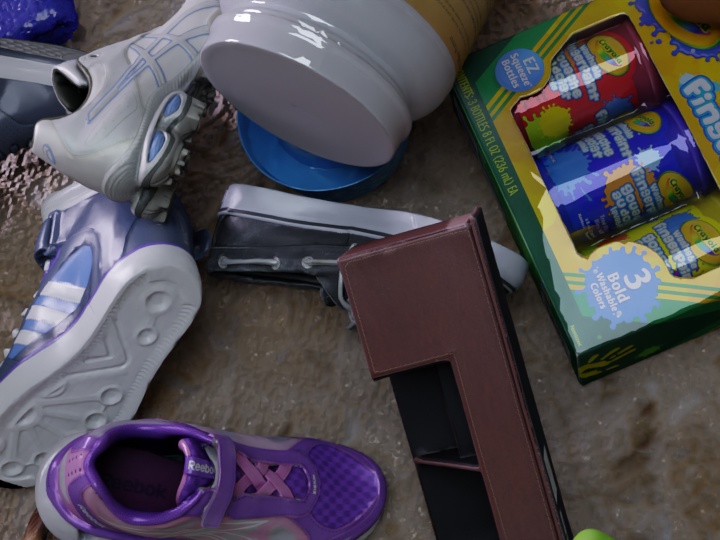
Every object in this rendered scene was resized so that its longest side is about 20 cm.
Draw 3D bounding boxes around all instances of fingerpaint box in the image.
[{"bbox_3d":[0.164,-0.060,0.868,0.167,0.073,0.200,-22,70,2],"label":"fingerpaint box"}]

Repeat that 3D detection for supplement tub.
[{"bbox_3d":[0.008,-0.175,0.842,0.145,0.145,0.200,22,73,16],"label":"supplement tub"}]

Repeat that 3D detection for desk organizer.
[{"bbox_3d":[0.054,0.073,0.806,0.077,0.072,0.200,-15,95,9],"label":"desk organizer"}]

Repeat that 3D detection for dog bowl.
[{"bbox_3d":[-0.020,-0.136,0.940,0.111,0.050,0.200,-6,72,9],"label":"dog bowl"}]

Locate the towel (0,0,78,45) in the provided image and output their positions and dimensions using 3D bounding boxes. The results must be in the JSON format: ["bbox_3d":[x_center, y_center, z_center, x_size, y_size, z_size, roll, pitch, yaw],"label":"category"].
[{"bbox_3d":[-0.281,-0.219,1.019,0.148,0.050,0.200,-24,70,9],"label":"towel"}]

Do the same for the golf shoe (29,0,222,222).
[{"bbox_3d":[-0.132,-0.121,0.884,0.097,0.078,0.200,19,40,-3],"label":"golf shoe"}]

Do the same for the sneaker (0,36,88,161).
[{"bbox_3d":[-0.227,-0.075,0.947,0.202,0.077,0.146,8,103,-17],"label":"sneaker"}]

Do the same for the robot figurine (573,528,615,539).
[{"bbox_3d":[0.169,0.220,0.735,0.200,0.116,0.175,38,111,-4],"label":"robot figurine"}]

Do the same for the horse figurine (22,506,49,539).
[{"bbox_3d":[-0.157,0.206,0.852,0.132,0.050,0.200,-12,71,1],"label":"horse figurine"}]

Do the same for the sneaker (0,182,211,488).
[{"bbox_3d":[-0.177,0.023,0.913,0.200,0.081,0.146,-48,38,18],"label":"sneaker"}]

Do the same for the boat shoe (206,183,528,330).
[{"bbox_3d":[-0.001,-0.001,0.879,0.199,0.074,0.068,13,77,16],"label":"boat shoe"}]

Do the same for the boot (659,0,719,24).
[{"bbox_3d":[0.246,-0.104,0.783,0.200,0.077,0.155,4,77,24],"label":"boot"}]

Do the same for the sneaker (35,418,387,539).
[{"bbox_3d":[-0.078,0.121,0.821,0.200,0.088,0.081,5,66,-14],"label":"sneaker"}]
